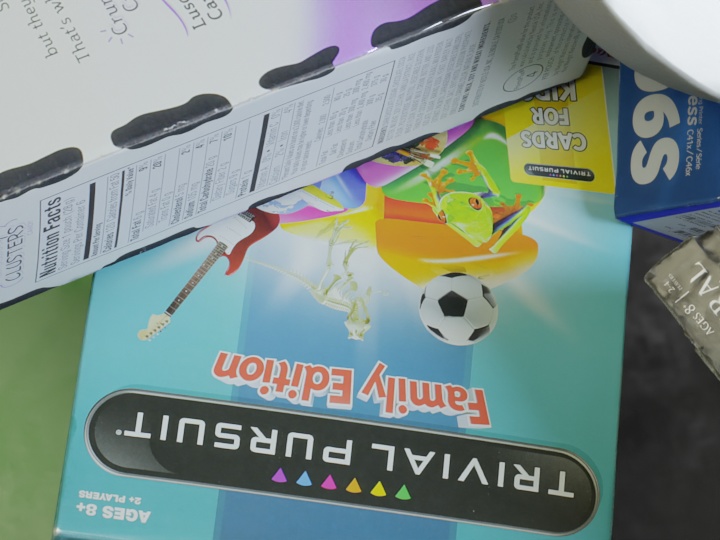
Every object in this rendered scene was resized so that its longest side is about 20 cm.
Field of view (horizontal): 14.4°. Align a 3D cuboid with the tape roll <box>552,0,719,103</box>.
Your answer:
[{"bbox_3d":[0.125,-0.139,0.747,0.203,0.203,0.037,-61,27,-1],"label":"tape roll"}]

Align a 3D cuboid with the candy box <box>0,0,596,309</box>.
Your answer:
[{"bbox_3d":[-0.056,-0.102,0.789,0.200,0.072,0.168,-22,69,-17],"label":"candy box"}]

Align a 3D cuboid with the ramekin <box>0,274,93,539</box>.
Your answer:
[{"bbox_3d":[-0.111,0.046,0.861,0.200,0.098,0.200,2,66,-4],"label":"ramekin"}]

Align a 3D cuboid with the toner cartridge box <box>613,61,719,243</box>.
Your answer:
[{"bbox_3d":[0.122,-0.104,0.839,0.043,0.095,0.200,-8,74,41],"label":"toner cartridge box"}]

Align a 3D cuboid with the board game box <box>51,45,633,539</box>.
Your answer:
[{"bbox_3d":[0.000,0.000,0.813,0.151,0.047,0.200,8,64,-4],"label":"board game box"}]

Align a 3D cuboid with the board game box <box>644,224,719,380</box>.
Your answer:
[{"bbox_3d":[0.159,0.083,0.760,0.028,0.135,0.200,-40,66,9],"label":"board game box"}]
